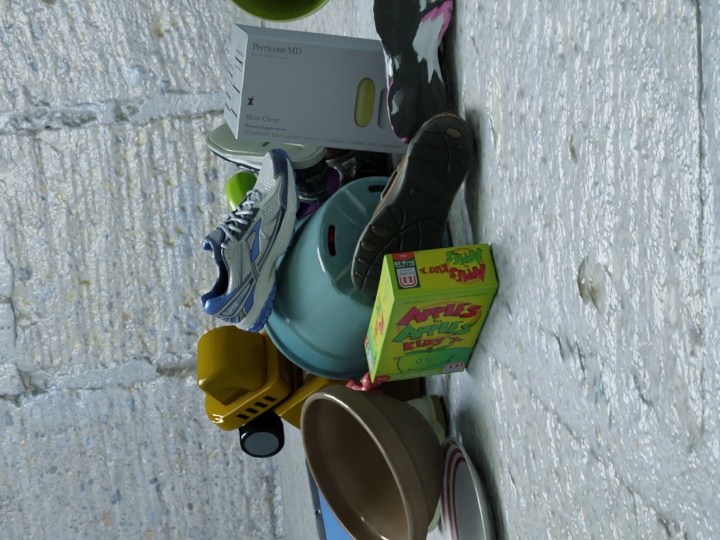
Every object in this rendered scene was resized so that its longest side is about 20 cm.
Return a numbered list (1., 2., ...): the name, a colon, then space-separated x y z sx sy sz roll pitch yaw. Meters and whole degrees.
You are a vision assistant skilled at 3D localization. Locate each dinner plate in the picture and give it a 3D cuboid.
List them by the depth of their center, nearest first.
1. dinner plate: 0.115 0.273 1.462 0.200 0.024 0.203 174 90 -82

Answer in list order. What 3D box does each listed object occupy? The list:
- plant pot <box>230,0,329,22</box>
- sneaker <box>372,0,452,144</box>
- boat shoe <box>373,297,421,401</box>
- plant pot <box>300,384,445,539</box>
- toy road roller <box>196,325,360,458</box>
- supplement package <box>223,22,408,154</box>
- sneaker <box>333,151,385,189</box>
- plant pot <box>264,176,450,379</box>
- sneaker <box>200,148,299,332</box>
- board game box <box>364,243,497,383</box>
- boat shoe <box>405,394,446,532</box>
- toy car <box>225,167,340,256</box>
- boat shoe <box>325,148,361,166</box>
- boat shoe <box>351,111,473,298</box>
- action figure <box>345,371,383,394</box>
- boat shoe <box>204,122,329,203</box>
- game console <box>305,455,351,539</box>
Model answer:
1. plant pot: -0.102 -0.459 1.942 0.200 0.184 0.190 -79 -12 -68
2. sneaker: 0.049 -0.232 1.389 0.086 0.079 0.203 -91 3 -72
3. boat shoe: 0.035 0.098 1.710 0.070 0.069 0.203 -10 -90 -80
4. plant pot: 0.027 0.206 1.507 0.201 0.092 0.203 41 145 38
5. toy road roller: -0.110 0.120 1.690 0.146 0.199 0.124 39 -152 -35
6. supplement package: -0.043 -0.202 1.539 0.156 0.197 0.113 -128 43 -72
7. sneaker: -0.010 -0.102 1.826 0.199 0.075 0.116 151 119 -74
8. plant pot: 0.000 0.000 1.527 0.196 0.197 0.203 133 131 -68
9. sneaker: -0.123 -0.035 1.506 0.077 0.084 0.203 -149 72 -68
10. board game box: 0.066 0.046 1.375 0.201 0.100 0.048 102 160 -62
11. boat shoe: 0.062 0.230 1.635 0.074 0.062 0.203 -107 14 -47
12. toy car: -0.071 -0.059 1.701 0.200 0.149 0.176 45 -160 -22
13. boat shoe: -0.026 -0.191 1.706 0.201 0.071 0.069 -79 -30 -63
14. boat shoe: 0.055 -0.065 1.365 0.201 0.075 0.074 -60 7 24
15. action figure: 0.010 0.171 1.630 0.065 0.051 0.201 47 160 23
16. boat shoe: -0.110 -0.126 1.610 0.199 0.072 0.068 22 142 44
17. game console: -0.004 0.290 1.914 0.173 0.117 0.202 97 164 -55
